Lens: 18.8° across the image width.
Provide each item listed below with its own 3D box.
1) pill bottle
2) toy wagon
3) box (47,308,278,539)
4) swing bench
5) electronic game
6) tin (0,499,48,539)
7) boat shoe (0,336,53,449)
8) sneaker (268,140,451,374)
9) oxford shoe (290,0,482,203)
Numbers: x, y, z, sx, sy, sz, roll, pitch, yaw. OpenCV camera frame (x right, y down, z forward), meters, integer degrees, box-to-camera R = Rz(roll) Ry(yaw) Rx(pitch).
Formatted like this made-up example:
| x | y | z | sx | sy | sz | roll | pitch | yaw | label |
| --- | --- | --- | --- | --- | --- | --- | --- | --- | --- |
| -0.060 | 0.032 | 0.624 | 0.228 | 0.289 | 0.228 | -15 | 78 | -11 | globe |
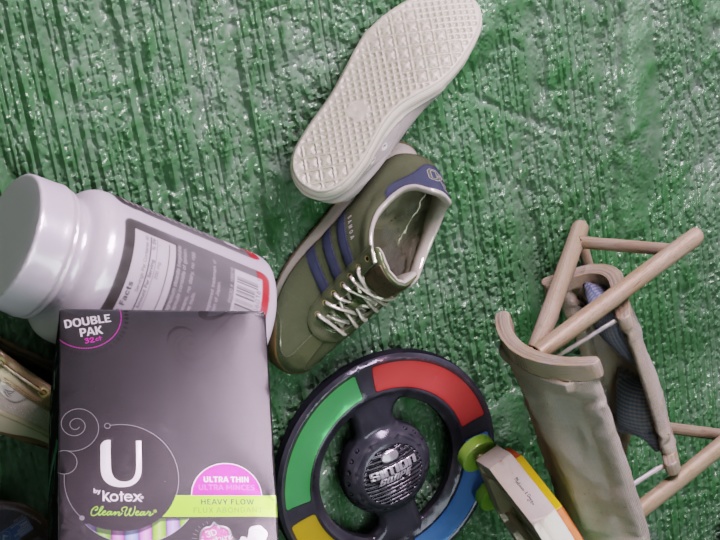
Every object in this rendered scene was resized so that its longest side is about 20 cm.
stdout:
| x | y | z | sx | sy | sz | roll | pitch | yaw | label |
| --- | --- | --- | --- | --- | --- | --- | --- | --- | --- |
| -0.169 | 0.011 | 1.554 | 0.199 | 0.114 | 0.115 | 23 | 97 | -32 | pill bottle |
| 0.145 | 0.220 | 1.740 | 0.039 | 0.155 | 0.201 | -33 | 144 | -6 | toy wagon |
| -0.136 | 0.141 | 1.462 | 0.147 | 0.202 | 0.125 | 2 | 147 | -10 | box |
| 0.201 | 0.098 | 1.729 | 0.200 | 0.129 | 0.200 | -46 | 127 | -40 | swing bench |
| 0.020 | 0.159 | 1.753 | 0.198 | 0.042 | 0.202 | -10 | 113 | -24 | electronic game |
| -0.304 | 0.250 | 1.576 | 0.199 | 0.112 | 0.042 | -33 | 143 | -12 | tin |
| -0.208 | 0.097 | 1.590 | 0.199 | 0.074 | 0.067 | 20 | 104 | -32 | boat shoe |
| 0.000 | 0.000 | 1.652 | 0.067 | 0.090 | 0.201 | 30 | 94 | -34 | sneaker |
| 0.018 | -0.131 | 1.636 | 0.201 | 0.075 | 0.058 | -52 | 165 | -10 | oxford shoe |
